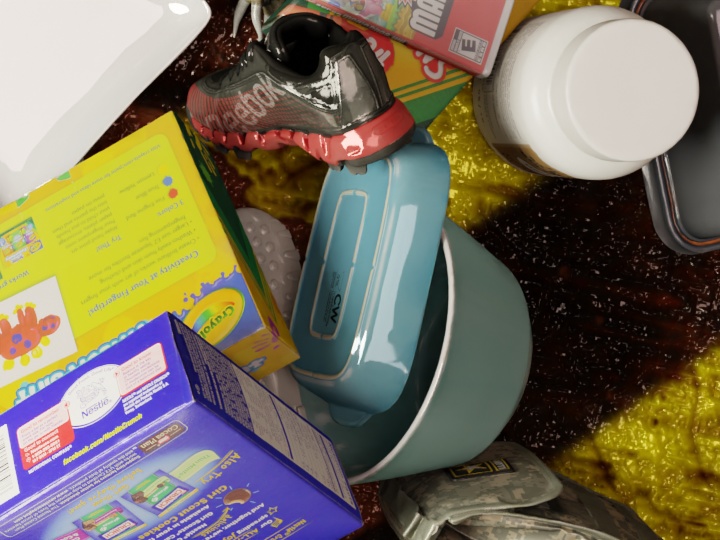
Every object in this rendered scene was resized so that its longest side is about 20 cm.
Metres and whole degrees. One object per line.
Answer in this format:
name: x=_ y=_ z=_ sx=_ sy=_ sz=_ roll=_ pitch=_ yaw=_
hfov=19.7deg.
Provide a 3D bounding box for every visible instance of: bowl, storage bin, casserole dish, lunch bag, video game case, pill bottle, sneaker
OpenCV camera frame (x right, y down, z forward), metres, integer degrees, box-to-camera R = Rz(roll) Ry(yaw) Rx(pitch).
bowl: x=0.041 y=0.053 z=1.398 sx=0.104 sy=0.200 sz=0.203 roll=15 pitch=90 yaw=-32
storage bin: x=0.279 y=-0.114 z=1.449 sx=0.144 sy=0.134 sz=0.202 roll=-12 pitch=97 yaw=-10
casserole dish: x=0.000 y=0.000 z=1.351 sx=0.039 sy=0.121 sz=0.202 roll=14 pitch=87 yaw=-30
lunch bag: x=0.112 y=0.190 z=1.417 sx=0.199 sy=0.164 sz=0.118 roll=26 pitch=94 yaw=-12
video game case: x=0.019 y=-0.232 z=1.381 sx=0.199 sy=0.017 sz=0.144 roll=22 pitch=80 yaw=-16
pill bottle: x=0.151 y=-0.118 z=1.389 sx=0.113 sy=0.200 sz=0.116 roll=-1 pitch=94 yaw=-11
sneaker: x=-0.083 y=0.058 z=1.418 sx=0.076 sy=0.080 sz=0.202 roll=6 pitch=74 yaw=-24
sneaker: x=-0.050 y=-0.123 z=1.352 sx=0.071 sy=0.200 sz=0.099 roll=-37 pitch=119 yaw=-31

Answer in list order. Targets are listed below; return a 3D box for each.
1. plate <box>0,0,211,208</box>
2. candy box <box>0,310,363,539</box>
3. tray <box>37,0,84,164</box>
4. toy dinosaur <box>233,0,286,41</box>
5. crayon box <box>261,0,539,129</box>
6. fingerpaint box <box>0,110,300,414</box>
plate: x=-0.234 y=-0.167 z=1.371 sx=0.200 sy=0.032 sz=0.200 roll=43 pitch=85 yaw=-11
candy box: x=-0.121 y=0.132 z=1.270 sx=0.168 sy=0.077 sz=0.200 roll=-31 pitch=140 yaw=14
tray: x=-0.249 y=-0.108 z=1.399 sx=0.106 sy=0.022 sz=0.202 roll=-13 pitch=96 yaw=-11
toy dinosaur: x=-0.095 y=-0.259 z=1.394 sx=0.102 sy=0.077 sz=0.200 roll=-45 pitch=104 yaw=-14
crayon box: x=0.044 y=-0.194 z=1.424 sx=0.127 sy=0.051 sz=0.200 roll=44 pitch=73 yaw=-12
fingerpaint box: x=-0.163 y=0.024 z=1.328 sx=0.199 sy=0.073 sz=0.168 roll=-29 pitch=66 yaw=7
